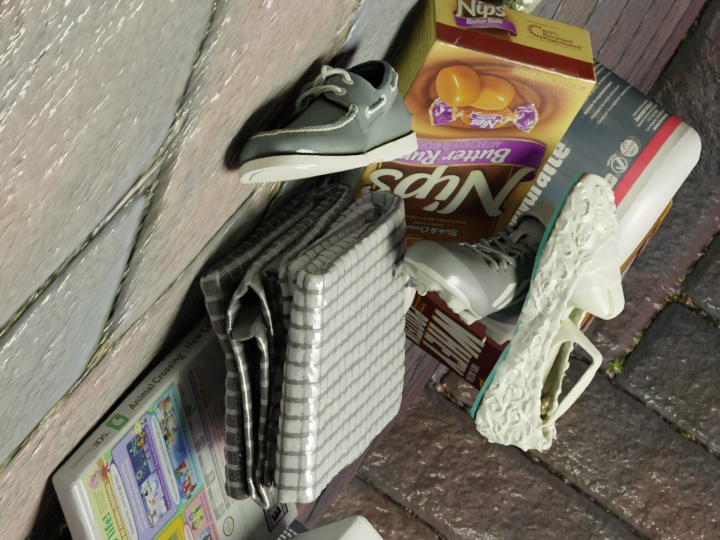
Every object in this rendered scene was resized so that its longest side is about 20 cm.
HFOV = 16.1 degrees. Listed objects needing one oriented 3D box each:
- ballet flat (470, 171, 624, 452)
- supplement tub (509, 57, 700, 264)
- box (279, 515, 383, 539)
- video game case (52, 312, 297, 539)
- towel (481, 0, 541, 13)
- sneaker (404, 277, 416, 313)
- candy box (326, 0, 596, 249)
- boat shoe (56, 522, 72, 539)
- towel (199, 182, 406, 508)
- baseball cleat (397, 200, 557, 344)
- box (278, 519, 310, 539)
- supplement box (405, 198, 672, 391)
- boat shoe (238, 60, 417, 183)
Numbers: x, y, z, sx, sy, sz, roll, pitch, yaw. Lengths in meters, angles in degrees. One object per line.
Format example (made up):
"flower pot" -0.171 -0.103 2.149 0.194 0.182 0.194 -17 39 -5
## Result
"ballet flat" 0.139 0.033 1.693 0.200 0.072 0.072 -68 169 19
"supplement tub" 0.132 -0.095 1.839 0.140 0.200 0.140 -53 173 -9
"box" -0.038 0.306 1.745 0.200 0.199 0.171 -23 -160 53
"video game case" -0.117 0.149 1.665 0.182 0.022 0.200 -48 141 -35
"towel" 0.158 -0.256 1.779 0.148 0.036 0.200 -44 -172 48
"sneaker" 0.000 0.000 1.937 0.130 0.079 0.199 -44 168 -53
"candy box" 0.065 -0.090 1.717 0.200 0.117 0.057 120 -24 -45
"boat shoe" -0.166 0.169 1.696 0.072 0.061 0.201 5 -136 45
"towel" -0.035 0.047 1.647 0.200 0.085 0.166 -43 139 -63
"baseball cleat" 0.090 -0.010 1.709 0.106 0.070 0.200 -53 161 2
"box" -0.148 0.307 2.300 0.198 0.123 0.200 -50 173 -19
"supplement box" 0.116 -0.022 2.118 0.197 0.200 0.133 -52 173 -18
"boat shoe" -0.022 -0.088 1.474 0.200 0.073 0.062 -20 103 -67
